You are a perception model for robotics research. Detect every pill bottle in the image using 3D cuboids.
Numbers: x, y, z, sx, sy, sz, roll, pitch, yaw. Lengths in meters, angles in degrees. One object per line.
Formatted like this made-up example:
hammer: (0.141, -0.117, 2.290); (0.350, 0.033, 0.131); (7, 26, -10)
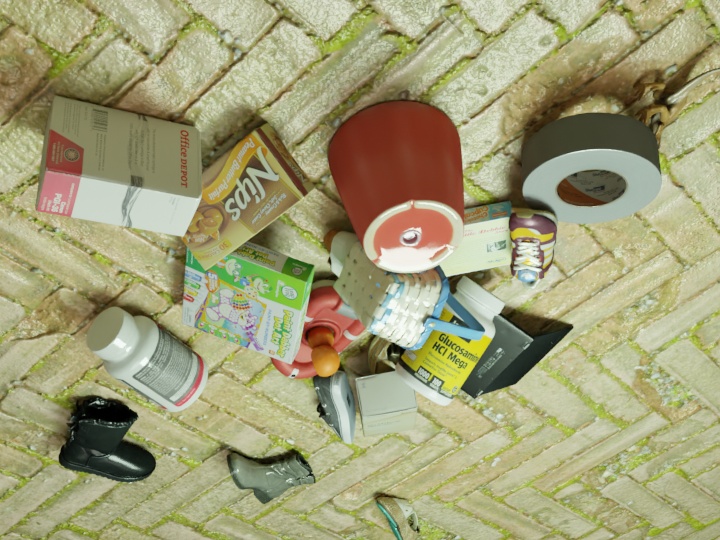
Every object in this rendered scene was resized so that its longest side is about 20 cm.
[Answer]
pill bottle: (0.153, 0.115, 1.702); (0.112, 0.112, 0.201); (29, 95, -36)
pill bottle: (-0.353, 0.144, 1.675); (0.110, 0.111, 0.200); (-28, 136, 19)

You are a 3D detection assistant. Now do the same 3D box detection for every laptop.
laptop: (0.251, 0.134, 1.865); (0.199, 0.116, 0.188); (35, 126, -4)

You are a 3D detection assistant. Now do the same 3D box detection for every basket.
basket: (0.077, 0.038, 1.523); (0.199, 0.176, 0.140); (17, 110, -41)

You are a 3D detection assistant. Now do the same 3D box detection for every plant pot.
plant pot: (0.060, -0.107, 1.435); (0.199, 0.178, 0.201); (-5, 139, -5)

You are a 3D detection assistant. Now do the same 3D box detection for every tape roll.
tape roll: (0.337, -0.147, 1.491); (0.199, 0.067, 0.201); (3, 152, 2)

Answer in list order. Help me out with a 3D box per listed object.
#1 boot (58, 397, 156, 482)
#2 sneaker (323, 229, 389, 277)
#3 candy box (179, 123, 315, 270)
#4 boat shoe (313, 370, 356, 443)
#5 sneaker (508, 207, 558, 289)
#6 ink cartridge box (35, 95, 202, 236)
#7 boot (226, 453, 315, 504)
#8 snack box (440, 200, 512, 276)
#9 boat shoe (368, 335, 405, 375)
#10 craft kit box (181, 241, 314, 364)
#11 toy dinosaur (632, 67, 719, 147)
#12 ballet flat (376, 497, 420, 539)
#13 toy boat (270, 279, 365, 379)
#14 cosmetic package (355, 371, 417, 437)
boot: (-0.451, 0.310, 1.872); (0.197, 0.074, 0.163); (14, 129, -24)
sneaker: (0.000, 0.000, 1.625); (0.073, 0.084, 0.200); (-48, 140, -19)
candy box: (-0.177, -0.103, 1.443); (0.199, 0.055, 0.116); (-34, 98, 23)
boat shoe: (-0.051, 0.256, 1.898); (0.066, 0.070, 0.201); (2, 143, 12)
sneaker: (0.266, -0.031, 1.574); (0.074, 0.091, 0.200); (9, 166, 20)
ink cartridge box: (-0.318, -0.136, 1.348); (0.199, 0.147, 0.083); (11, 136, -21)
boot: (-0.175, 0.394, 2.031); (0.130, 0.068, 0.200); (-25, 144, 9)
snack box: (0.148, -0.042, 1.627); (0.198, 0.037, 0.117); (-11, 140, 0)
boat shoe: (0.057, 0.144, 1.784); (0.071, 0.077, 0.201); (0, 137, -11)
craft kit box: (-0.179, 0.039, 1.588); (0.196, 0.049, 0.201); (17, 136, 4)
toy dinosaur: (0.451, -0.247, 1.463); (0.105, 0.061, 0.200); (-3, 149, -27)
ballet flat: (0.088, 0.542, 2.251); (0.065, 0.071, 0.201); (-37, 142, -11)
toy boat: (-0.066, 0.120, 1.692); (0.130, 0.131, 0.200); (23, 128, -31)
cosmetic package: (0.047, 0.244, 1.845); (0.103, 0.074, 0.200); (-9, 161, -1)
